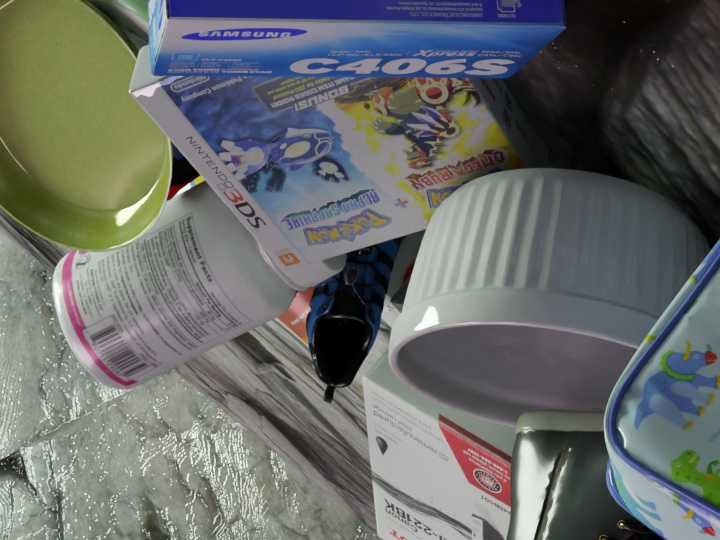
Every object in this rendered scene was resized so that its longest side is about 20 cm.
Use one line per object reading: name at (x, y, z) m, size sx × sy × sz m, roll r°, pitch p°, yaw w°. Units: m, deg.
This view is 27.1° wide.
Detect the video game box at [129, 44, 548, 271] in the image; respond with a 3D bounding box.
video game box at (-0.011, -0.091, 0.917) m, size 0.198 × 0.047 × 0.182 m, roll -16°, pitch 137°, yaw 27°

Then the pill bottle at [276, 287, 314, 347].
pill bottle at (-0.075, -0.032, 1.334) m, size 0.200 × 0.113 × 0.112 m, roll 42°, pitch 165°, yaw -11°

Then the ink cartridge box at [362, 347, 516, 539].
ink cartridge box at (0.084, 0.147, 1.087) m, size 0.143 × 0.084 × 0.201 m, roll 29°, pitch 146°, yaw 28°

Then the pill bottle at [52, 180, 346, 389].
pill bottle at (-0.117, -0.001, 1.106) m, size 0.114 × 0.198 × 0.114 m, roll 54°, pitch -160°, yaw -30°

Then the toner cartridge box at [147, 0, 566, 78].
toner cartridge box at (-0.005, -0.130, 0.756) m, size 0.197 × 0.044 × 0.095 m, roll -1°, pitch 171°, yaw -13°

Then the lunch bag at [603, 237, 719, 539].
lunch bag at (0.215, 0.054, 0.695) m, size 0.160 × 0.200 × 0.083 m, roll 28°, pitch 156°, yaw 29°

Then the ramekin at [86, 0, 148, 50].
ramekin at (-0.100, -0.162, 1.022) m, size 0.199 × 0.098 × 0.200 m, roll 36°, pitch 166°, yaw 11°

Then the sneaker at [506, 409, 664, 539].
sneaker at (0.174, 0.142, 0.879) m, size 0.198 × 0.108 × 0.075 m, roll -5°, pitch 155°, yaw 41°

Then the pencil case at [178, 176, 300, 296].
pencil case at (-0.108, -0.057, 1.219) m, size 0.089 × 0.087 × 0.202 m, roll 86°, pitch 165°, yaw -71°

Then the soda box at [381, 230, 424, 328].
soda box at (0.056, 0.026, 1.282) m, size 0.200 × 0.064 × 0.068 m, roll 47°, pitch 164°, yaw -26°

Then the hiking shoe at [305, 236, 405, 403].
hiking shoe at (0.000, 0.000, 1.157) m, size 0.073 × 0.087 × 0.202 m, roll 4°, pitch 123°, yaw -5°

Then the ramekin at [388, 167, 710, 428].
ramekin at (0.121, 0.021, 0.901) m, size 0.197 × 0.106 × 0.201 m, roll 10°, pitch 158°, yaw 4°

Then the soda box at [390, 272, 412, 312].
soda box at (0.116, 0.068, 1.231) m, size 0.200 × 0.064 × 0.068 m, roll 47°, pitch 164°, yaw -30°

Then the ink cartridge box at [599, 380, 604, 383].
ink cartridge box at (0.198, 0.090, 1.082) m, size 0.175 × 0.084 × 0.200 m, roll 24°, pitch 160°, yaw 44°

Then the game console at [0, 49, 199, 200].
game console at (-0.167, -0.143, 1.127) m, size 0.177 × 0.200 × 0.031 m, roll 44°, pitch 122°, yaw 1°

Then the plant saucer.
plant saucer at (-0.203, -0.108, 1.019) m, size 0.198 × 0.031 × 0.202 m, roll 16°, pitch 126°, yaw 23°
